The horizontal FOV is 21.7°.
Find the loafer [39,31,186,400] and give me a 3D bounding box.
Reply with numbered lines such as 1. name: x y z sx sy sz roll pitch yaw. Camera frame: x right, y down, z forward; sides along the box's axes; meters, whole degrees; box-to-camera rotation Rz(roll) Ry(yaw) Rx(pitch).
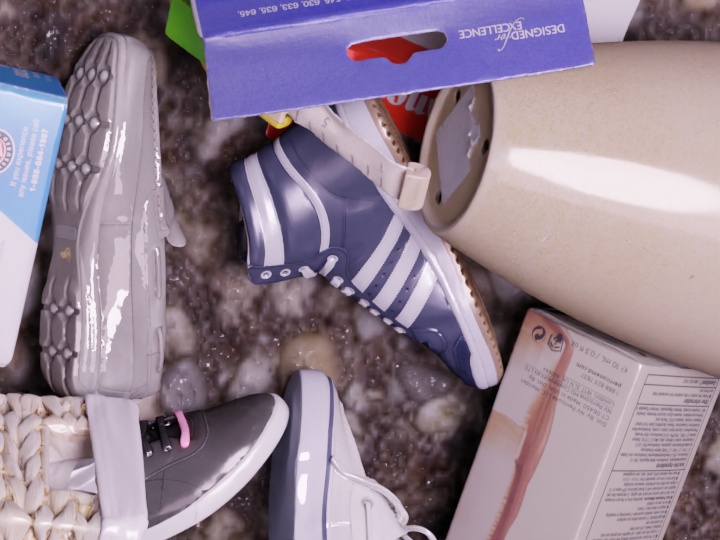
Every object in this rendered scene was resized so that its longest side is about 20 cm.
1. loafer: -0.130 -0.027 1.018 0.069 0.070 0.201 1 100 -38

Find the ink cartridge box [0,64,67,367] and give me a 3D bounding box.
1. ink cartridge box: -0.265 -0.047 0.968 0.199 0.084 0.146 12 102 -16

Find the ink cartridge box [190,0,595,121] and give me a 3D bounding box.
1. ink cartridge box: 0.007 -0.187 0.943 0.196 0.047 0.201 -9 69 0

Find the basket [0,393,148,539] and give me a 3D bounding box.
1. basket: -0.190 0.169 0.955 0.123 0.136 0.201 11 112 -15

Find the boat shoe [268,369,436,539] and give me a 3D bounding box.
1. boat shoe: -0.002 0.151 1.045 0.086 0.203 0.075 6 147 -17

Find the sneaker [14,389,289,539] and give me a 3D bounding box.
1. sneaker: -0.141 0.101 1.043 0.199 0.071 0.100 -29 114 0

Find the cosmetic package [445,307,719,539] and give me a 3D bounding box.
1. cosmetic package: 0.121 0.131 1.087 0.103 0.087 0.201 8 105 -51

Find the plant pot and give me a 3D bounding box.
1. plant pot: 0.138 -0.045 0.998 0.199 0.187 0.188 10 103 -21

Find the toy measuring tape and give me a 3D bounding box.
1. toy measuring tape: -0.023 -0.103 0.979 0.200 0.074 0.074 38 96 25

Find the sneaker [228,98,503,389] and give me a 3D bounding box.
1. sneaker: 0.000 0.000 1.052 0.108 0.070 0.201 -26 118 5

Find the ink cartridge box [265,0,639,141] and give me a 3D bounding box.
1. ink cartridge box: 0.059 -0.136 1.039 0.162 0.057 0.201 21 95 -18
